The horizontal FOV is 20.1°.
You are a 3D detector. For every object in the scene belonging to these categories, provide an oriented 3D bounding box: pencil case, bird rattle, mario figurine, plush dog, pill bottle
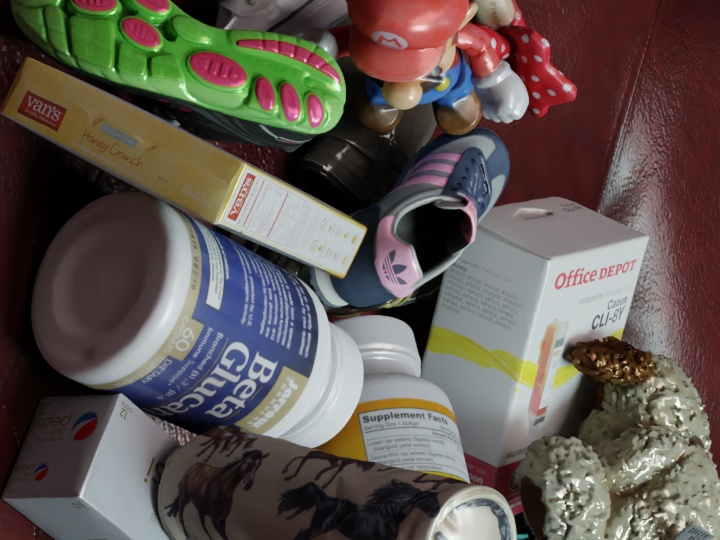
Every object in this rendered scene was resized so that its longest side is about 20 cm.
[{"bbox_3d":[-0.011,0.139,1.097,0.089,0.199,0.078,43,64,-47],"label":"pencil case"},{"bbox_3d":[0.094,-0.207,1.465,0.201,0.112,0.163,62,7,-10],"label":"bird rattle"},{"bbox_3d":[0.027,-0.116,1.239,0.106,0.123,0.200,56,-2,14],"label":"mario figurine"},{"bbox_3d":[0.198,0.135,1.402,0.200,0.159,0.173,63,25,-53],"label":"plush dog"},{"bbox_3d":[-0.087,0.039,1.187,0.200,0.111,0.112,30,62,-48],"label":"pill bottle"},{"bbox_3d":[0.013,0.135,1.283,0.111,0.111,0.201,28,42,-49],"label":"pill bottle"}]

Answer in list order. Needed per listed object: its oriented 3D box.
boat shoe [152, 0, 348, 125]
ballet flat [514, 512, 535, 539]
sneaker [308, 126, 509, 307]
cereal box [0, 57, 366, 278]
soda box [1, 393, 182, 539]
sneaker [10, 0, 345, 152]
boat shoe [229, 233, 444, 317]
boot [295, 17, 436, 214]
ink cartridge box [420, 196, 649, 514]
[{"bbox_3d":[-0.060,-0.162,1.267,0.200,0.073,0.067,-36,94,-26],"label":"boat shoe"},{"bbox_3d":[0.101,0.209,1.443,0.200,0.072,0.073,-2,87,-66],"label":"ballet flat"},{"bbox_3d":[0.055,-0.034,1.287,0.200,0.082,0.070,-42,117,-43],"label":"sneaker"},{"bbox_3d":[-0.092,-0.053,1.121,0.040,0.143,0.200,-64,159,1],"label":"cereal box"},{"bbox_3d":[-0.114,0.151,1.177,0.200,0.063,0.068,47,51,-40],"label":"soda box"},{"bbox_3d":[-0.109,-0.113,1.163,0.199,0.084,0.077,23,61,-8],"label":"sneaker"},{"bbox_3d":[0.000,0.000,1.336,0.201,0.061,0.072,7,117,-50],"label":"boat shoe"},{"bbox_3d":[-0.012,-0.116,1.356,0.200,0.067,0.131,43,58,-41],"label":"boot"},{"bbox_3d":[0.113,0.061,1.426,0.145,0.083,0.201,-12,120,-53],"label":"ink cartridge box"}]
